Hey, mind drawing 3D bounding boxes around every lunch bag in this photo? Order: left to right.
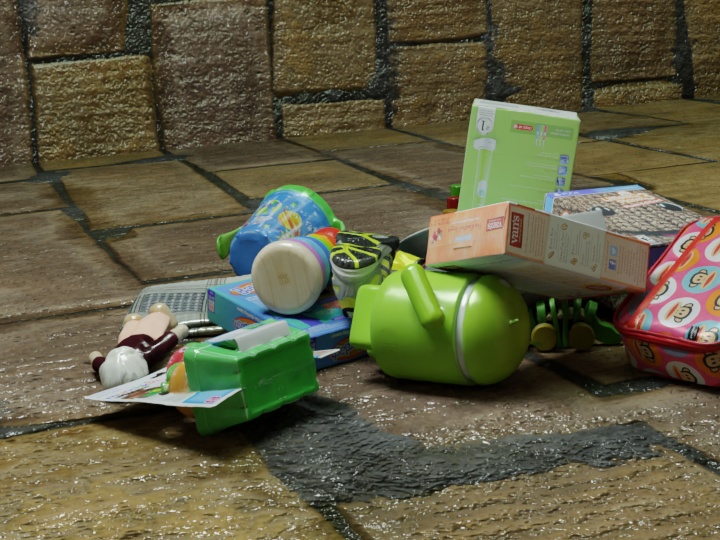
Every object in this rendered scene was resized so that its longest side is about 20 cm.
[{"bbox_3d":[0.364,0.028,1.309,0.175,0.082,0.200,9,47,50],"label":"lunch bag"}]

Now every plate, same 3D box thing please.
[{"bbox_3d":[0.145,-0.037,1.542,0.198,0.026,0.200,-9,-11,-2],"label":"plate"}]

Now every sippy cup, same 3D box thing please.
[{"bbox_3d":[-0.116,-0.036,1.760,0.178,0.140,0.130,-41,0,36],"label":"sippy cup"}]

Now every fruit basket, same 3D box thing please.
[{"bbox_3d":[-0.150,0.099,1.251,0.198,0.095,0.184,4,15,41],"label":"fruit basket"}]

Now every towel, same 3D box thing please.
[{"bbox_3d":[-0.204,0.044,1.620,0.197,0.035,0.193,-3,13,0],"label":"towel"}]

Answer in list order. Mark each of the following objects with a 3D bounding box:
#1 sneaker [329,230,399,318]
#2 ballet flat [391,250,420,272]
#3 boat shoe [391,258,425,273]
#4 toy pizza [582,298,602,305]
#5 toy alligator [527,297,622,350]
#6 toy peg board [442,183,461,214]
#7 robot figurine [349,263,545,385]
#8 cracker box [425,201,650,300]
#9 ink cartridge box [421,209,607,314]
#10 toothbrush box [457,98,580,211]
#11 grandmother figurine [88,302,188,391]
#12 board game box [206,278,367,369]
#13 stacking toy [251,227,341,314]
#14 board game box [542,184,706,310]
[{"bbox_3d":[0.000,0.000,1.454,0.074,0.077,0.200,6,13,13],"label":"sneaker"},{"bbox_3d":[0.102,0.000,1.673,0.199,0.068,0.067,-13,19,-43],"label":"ballet flat"},{"bbox_3d":[0.081,0.019,1.593,0.197,0.066,0.073,-4,11,-9],"label":"boat shoe"},{"bbox_3d":[0.291,0.008,1.663,0.197,0.032,0.200,-3,13,1],"label":"toy pizza"},{"bbox_3d":[0.203,0.058,1.419,0.197,0.055,0.059,-1,13,9],"label":"toy alligator"},{"bbox_3d":[0.202,-0.071,1.878,0.197,0.099,0.199,0,13,13],"label":"toy peg board"},{"bbox_3d":[0.089,0.060,1.302,0.198,0.117,0.175,3,-17,30],"label":"robot figurine"},{"bbox_3d":[0.186,-0.017,1.301,0.198,0.058,0.133,13,-11,-32],"label":"cracker box"},{"bbox_3d":[0.187,0.002,1.480,0.198,0.084,0.145,-10,-16,-23],"label":"ink cartridge box"},{"bbox_3d":[0.207,-0.118,1.663,0.144,0.203,0.086,8,13,5],"label":"toothbrush box"},{"bbox_3d":[-0.249,0.091,1.394,0.120,0.061,0.200,-30,13,10],"label":"grandmother figurine"},{"bbox_3d":[-0.067,0.054,1.473,0.151,0.046,0.199,-13,25,-36],"label":"board game box"},{"bbox_3d":[-0.060,-0.013,1.486,0.084,0.086,0.200,1,14,15],"label":"stacking toy"},{"bbox_3d":[0.346,-0.027,1.562,0.158,0.098,0.200,-7,25,-29],"label":"board game box"}]
